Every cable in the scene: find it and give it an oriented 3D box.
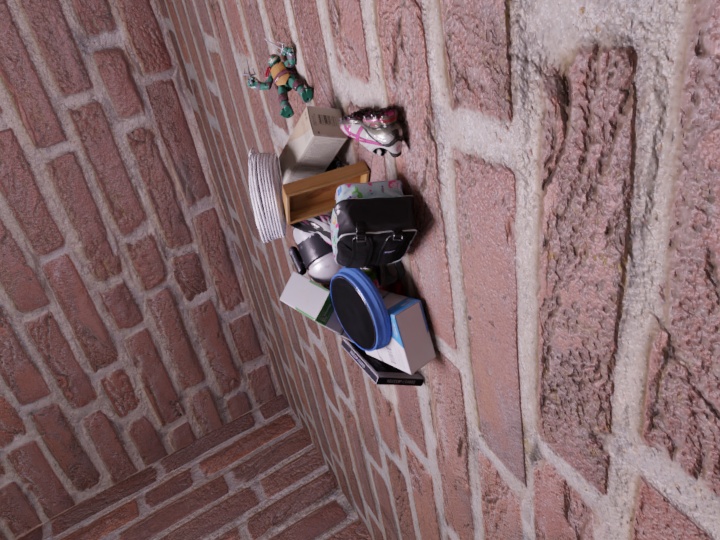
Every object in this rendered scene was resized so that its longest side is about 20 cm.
[{"bbox_3d":[-0.215,-0.172,1.366,0.202,0.067,0.206,-105,7,-60],"label":"cable"}]

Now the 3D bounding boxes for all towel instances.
[{"bbox_3d":[0.059,0.051,1.461,0.200,0.022,0.149,43,149,51],"label":"towel"}]

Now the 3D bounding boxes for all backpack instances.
[{"bbox_3d":[0.020,-0.085,1.188,0.201,0.171,0.155,99,165,-65],"label":"backpack"}]

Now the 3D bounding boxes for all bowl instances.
[{"bbox_3d":[-0.005,0.090,1.329,0.200,0.039,0.205,43,146,38],"label":"bowl"}]

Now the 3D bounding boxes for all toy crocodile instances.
[{"bbox_3d":[0.000,0.000,1.418,0.069,0.061,0.200,61,174,-3],"label":"toy crocodile"}]

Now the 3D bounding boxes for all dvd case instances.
[{"bbox_3d":[0.054,0.236,1.509,0.199,0.146,0.025,40,115,53],"label":"dvd case"}]

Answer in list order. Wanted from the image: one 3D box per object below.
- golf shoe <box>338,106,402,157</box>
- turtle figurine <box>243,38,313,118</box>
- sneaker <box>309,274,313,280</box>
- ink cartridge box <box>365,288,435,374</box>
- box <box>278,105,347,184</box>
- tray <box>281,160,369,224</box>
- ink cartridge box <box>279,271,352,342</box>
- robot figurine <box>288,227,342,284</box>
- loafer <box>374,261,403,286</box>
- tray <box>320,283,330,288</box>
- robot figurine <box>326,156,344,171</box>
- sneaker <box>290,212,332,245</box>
[{"bbox_3d":[0.016,-0.266,1.143,0.199,0.071,0.095,31,142,60],"label":"golf shoe"},{"bbox_3d":[-0.200,-0.487,1.456,0.149,0.099,0.203,-42,69,27],"label":"turtle figurine"},{"bbox_3d":[-0.129,-0.065,1.618,0.078,0.079,0.206,94,-176,-62],"label":"sneaker"},{"bbox_3d":[0.072,0.135,1.365,0.198,0.082,0.149,13,126,58],"label":"ink cartridge box"},{"bbox_3d":[-0.114,-0.282,1.355,0.200,0.092,0.080,-42,57,52],"label":"box"},{"bbox_3d":[-0.078,-0.174,1.305,0.100,0.194,0.038,97,150,-56],"label":"tray"},{"bbox_3d":[-0.090,0.097,1.501,0.144,0.085,0.199,24,172,39],"label":"ink cartridge box"},{"bbox_3d":[-0.100,-0.067,1.492,0.150,0.122,0.205,-37,73,50],"label":"robot figurine"},{"bbox_3d":[0.031,-0.061,1.345,0.204,0.061,0.072,63,161,12],"label":"loafer"},{"bbox_3d":[-0.062,0.072,1.659,0.096,0.038,0.201,21,161,5],"label":"tray"},{"bbox_3d":[-0.072,-0.217,1.458,0.200,0.057,0.149,44,153,50],"label":"robot figurine"},{"bbox_3d":[-0.077,-0.123,1.403,0.195,0.088,0.081,26,163,0],"label":"sneaker"}]
